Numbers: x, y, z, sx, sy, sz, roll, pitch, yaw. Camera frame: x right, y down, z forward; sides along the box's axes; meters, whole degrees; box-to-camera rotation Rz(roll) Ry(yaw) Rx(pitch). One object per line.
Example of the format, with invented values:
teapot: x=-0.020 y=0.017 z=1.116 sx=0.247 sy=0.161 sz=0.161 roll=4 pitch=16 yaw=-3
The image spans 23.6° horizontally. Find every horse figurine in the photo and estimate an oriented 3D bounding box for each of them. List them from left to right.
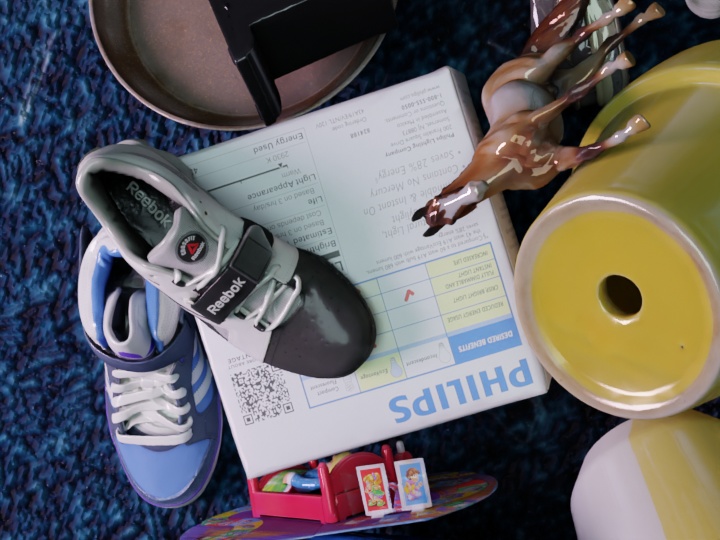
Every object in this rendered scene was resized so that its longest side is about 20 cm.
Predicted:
horse figurine: x=0.106 y=-0.097 z=0.974 sx=0.132 sy=0.200 sz=0.050 roll=-32 pitch=115 yaw=31

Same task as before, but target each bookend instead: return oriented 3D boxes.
bookend: x=-0.011 y=-0.225 z=1.027 sx=0.199 sy=0.092 sz=0.199 roll=-24 pitch=69 yaw=1

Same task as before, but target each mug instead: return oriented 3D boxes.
mug: x=0.211 y=0.158 z=1.002 sx=0.186 sy=0.150 sz=0.154 roll=-24 pitch=52 yaw=4

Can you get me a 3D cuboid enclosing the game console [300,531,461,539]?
game console: x=0.055 y=0.221 z=1.029 sx=0.170 sy=0.200 sz=0.119 roll=6 pitch=82 yaw=-13

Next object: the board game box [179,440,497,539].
board game box: x=-0.016 y=0.130 z=1.067 sx=0.199 sy=0.158 sz=0.039 roll=-9 pitch=92 yaw=10

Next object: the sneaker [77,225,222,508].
sneaker: x=-0.140 y=0.062 z=1.088 sx=0.080 sy=0.146 sz=0.201 roll=1 pitch=94 yaw=9

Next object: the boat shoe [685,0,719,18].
boat shoe: x=0.228 y=-0.240 z=1.045 sx=0.074 sy=0.086 sz=0.203 roll=7 pitch=66 yaw=13

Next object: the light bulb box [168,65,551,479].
light bulb box: x=0.000 y=0.000 z=1.071 sx=0.197 sy=0.125 sz=0.201 roll=-17 pitch=91 yaw=10

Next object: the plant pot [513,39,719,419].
plant pot: x=0.188 y=-0.013 z=0.970 sx=0.200 sy=0.189 sz=0.202 roll=16 pitch=119 yaw=32

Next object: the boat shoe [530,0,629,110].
boat shoe: x=0.116 y=-0.195 z=1.064 sx=0.073 sy=0.074 sz=0.201 roll=-11 pitch=91 yaw=10

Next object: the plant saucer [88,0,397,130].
plant saucer: x=-0.072 y=-0.177 z=1.091 sx=0.199 sy=0.034 sz=0.201 roll=-2 pitch=73 yaw=7

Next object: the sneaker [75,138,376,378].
sneaker: x=-0.083 y=-0.001 z=0.980 sx=0.200 sy=0.089 sz=0.074 roll=34 pitch=98 yaw=5
